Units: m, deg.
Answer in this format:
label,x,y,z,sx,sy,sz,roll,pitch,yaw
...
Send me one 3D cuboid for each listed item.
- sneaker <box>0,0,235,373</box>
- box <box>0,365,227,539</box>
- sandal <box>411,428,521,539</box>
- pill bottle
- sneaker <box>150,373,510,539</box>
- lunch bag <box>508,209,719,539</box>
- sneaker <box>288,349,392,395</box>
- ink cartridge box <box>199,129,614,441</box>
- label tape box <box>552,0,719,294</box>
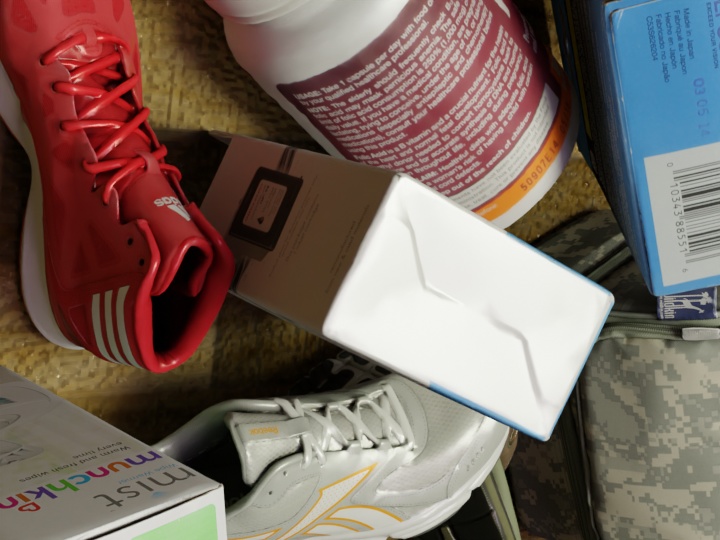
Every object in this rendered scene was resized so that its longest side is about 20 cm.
label,x,y,z,sx,sy,sz,roll,pitch,yaw
sneaker,-0.093,-0.054,0.606,0.078,0.115,0.202,-23,116,-36
box,-0.133,0.162,0.586,0.096,0.176,0.202,-16,111,-38
sandal,0.053,0.092,0.821,0.057,0.079,0.203,-47,137,-47
pill bottle,0.009,-0.111,0.688,0.200,0.114,0.115,43,72,-41
sneaker,-0.022,0.086,0.677,0.198,0.076,0.092,-23,148,-8
lunch bag,0.176,0.076,0.855,0.139,0.167,0.202,-29,119,-34
sneaker,-0.017,0.130,0.770,0.201,0.077,0.085,-62,150,-3
ink cartridge box,0.000,0.000,0.640,0.115,0.200,0.067,27,87,-28
label tape box,0.146,-0.098,0.755,0.063,0.200,0.146,-12,115,4
